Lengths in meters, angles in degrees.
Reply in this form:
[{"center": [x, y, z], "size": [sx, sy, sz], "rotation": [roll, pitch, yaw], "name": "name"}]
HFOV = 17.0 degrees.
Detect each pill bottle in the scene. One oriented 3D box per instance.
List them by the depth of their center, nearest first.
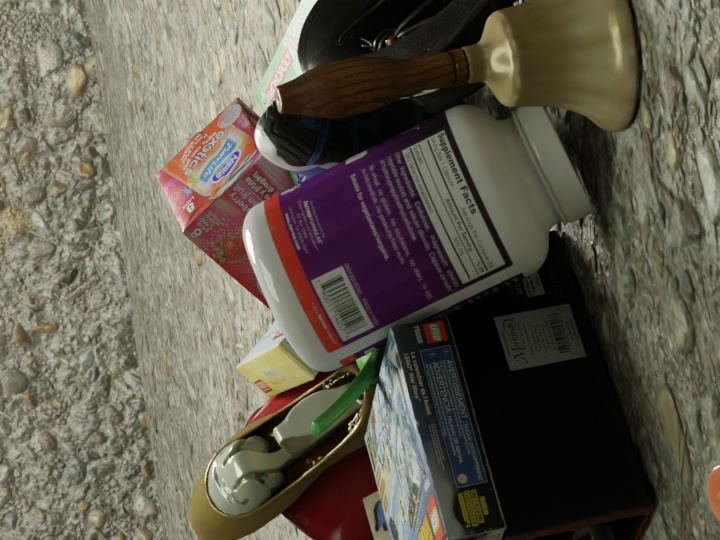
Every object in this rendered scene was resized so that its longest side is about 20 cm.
[{"center": [0.036, -0.027, 1.461], "size": [0.113, 0.199, 0.113], "rotation": [63, -175, -11], "name": "pill bottle"}]

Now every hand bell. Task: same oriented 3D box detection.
[{"center": [0.048, -0.115, 1.373], "size": [0.104, 0.198, 0.105], "rotation": [170, 90, -78], "name": "hand bell"}]

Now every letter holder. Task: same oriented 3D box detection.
[{"center": [0.100, 0.102, 1.542], "size": [0.143, 0.100, 0.201], "rotation": [98, 158, -59], "name": "letter holder"}]

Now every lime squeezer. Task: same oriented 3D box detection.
[{"center": [-0.002, 0.038, 1.535], "size": [0.038, 0.070, 0.201], "rotation": [-58, 22, 30], "name": "lime squeezer"}]

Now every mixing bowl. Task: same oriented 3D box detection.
[{"center": [0.025, 0.116, 1.740], "size": [0.109, 0.199, 0.201], "rotation": [-63, 31, 26], "name": "mixing bowl"}]

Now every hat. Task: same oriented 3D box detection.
[{"center": [0.054, -0.155, 1.508], "size": [0.081, 0.201, 0.201], "rotation": [44, -176, -26], "name": "hat"}]

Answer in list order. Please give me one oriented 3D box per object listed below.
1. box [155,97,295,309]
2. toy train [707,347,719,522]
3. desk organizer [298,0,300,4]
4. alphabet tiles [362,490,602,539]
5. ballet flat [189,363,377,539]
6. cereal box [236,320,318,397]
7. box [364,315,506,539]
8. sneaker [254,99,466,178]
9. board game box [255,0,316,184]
[{"center": [-0.057, -0.028, 1.902], "size": [0.200, 0.095, 0.100], "rotation": [42, -170, -33], "name": "box"}, {"center": [0.210, 0.079, 1.142], "size": [0.150, 0.055, 0.201], "rotation": [-119, 24, -56], "name": "toy train"}, {"center": [-0.005, -0.260, 1.780], "size": [0.200, 0.071, 0.078], "rotation": [115, 145, -68], "name": "desk organizer"}, {"center": [0.076, 0.206, 1.603], "size": [0.199, 0.008, 0.168], "rotation": [-28, 69, 29], "name": "alphabet tiles"}, {"center": [-0.055, 0.121, 1.652], "size": [0.063, 0.200, 0.069], "rotation": [15, -138, -59], "name": "ballet flat"}, {"center": [0.000, 0.000, 1.700], "size": [0.039, 0.200, 0.144], "rotation": [41, 164, -5], "name": "cereal box"}, {"center": [0.044, 0.130, 1.492], "size": [0.200, 0.040, 0.138], "rotation": [101, 156, -67], "name": "box"}, {"center": [0.000, -0.075, 1.562], "size": [0.077, 0.199, 0.076], "rotation": [-44, 64, 31], "name": "sneaker"}, {"center": [-0.016, -0.123, 1.736], "size": [0.135, 0.029, 0.200], "rotation": [67, 155, 18], "name": "board game box"}]
